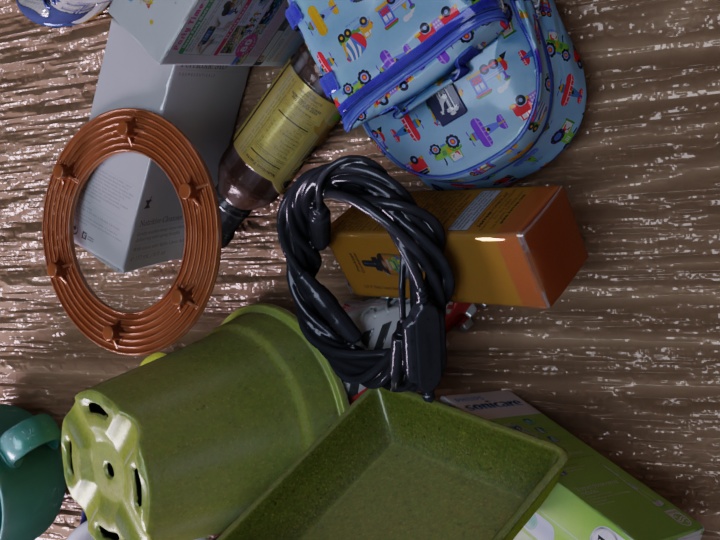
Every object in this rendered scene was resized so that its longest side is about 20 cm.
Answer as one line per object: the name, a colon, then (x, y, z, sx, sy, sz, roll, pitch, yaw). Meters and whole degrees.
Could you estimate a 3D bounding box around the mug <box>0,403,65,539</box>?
mug: (-0.369, 0.217, 1.045, 0.183, 0.114, 0.155, -2, 97, 27)

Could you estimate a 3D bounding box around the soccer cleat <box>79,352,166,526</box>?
soccer cleat: (-0.219, 0.175, 0.975, 0.064, 0.083, 0.202, 29, 110, 21)

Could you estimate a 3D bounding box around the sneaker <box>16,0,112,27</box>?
sneaker: (-0.254, -0.272, 0.916, 0.198, 0.088, 0.076, -9, 96, 30)

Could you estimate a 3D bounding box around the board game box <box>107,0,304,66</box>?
board game box: (-0.074, -0.229, 0.763, 0.064, 0.199, 0.148, 45, 115, 12)

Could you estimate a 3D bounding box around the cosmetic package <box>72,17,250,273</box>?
cosmetic package: (-0.178, -0.111, 0.890, 0.081, 0.112, 0.202, 28, 113, 22)

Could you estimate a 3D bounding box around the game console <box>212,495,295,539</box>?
game console: (-0.075, 0.249, 0.866, 0.200, 0.176, 0.031, -40, 49, 27)

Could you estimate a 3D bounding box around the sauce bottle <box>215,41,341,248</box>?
sauce bottle: (-0.079, -0.103, 0.866, 0.065, 0.065, 0.200, 48, 118, 12)

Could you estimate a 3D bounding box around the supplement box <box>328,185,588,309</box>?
supplement box: (0.065, -0.019, 0.761, 0.198, 0.069, 0.067, 1, 128, 43)

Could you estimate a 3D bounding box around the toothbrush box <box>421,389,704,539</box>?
toothbrush box: (0.130, 0.202, 0.755, 0.199, 0.085, 0.147, 35, 114, 45)

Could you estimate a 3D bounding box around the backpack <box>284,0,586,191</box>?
backpack: (0.062, -0.153, 0.744, 0.181, 0.134, 0.202, -25, 90, 30)

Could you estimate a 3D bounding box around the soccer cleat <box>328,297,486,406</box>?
soccer cleat: (0.025, 0.047, 0.835, 0.085, 0.068, 0.200, 50, 121, 7)

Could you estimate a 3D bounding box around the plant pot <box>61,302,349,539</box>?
plant pot: (-0.137, 0.143, 0.840, 0.199, 0.183, 0.204, 12, 108, 43)

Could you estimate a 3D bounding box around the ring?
ring: (-0.195, -0.031, 0.827, 0.198, 0.019, 0.204, 2, 93, 32)

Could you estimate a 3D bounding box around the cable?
cable: (0.000, 0.000, 0.757, 0.162, 0.051, 0.202, 26, 136, 41)

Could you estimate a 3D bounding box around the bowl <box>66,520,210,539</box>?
bowl: (-0.209, 0.334, 0.953, 0.198, 0.091, 0.204, 4, 118, 8)

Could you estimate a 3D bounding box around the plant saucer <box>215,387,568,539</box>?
plant saucer: (0.021, 0.181, 0.711, 0.199, 0.199, 0.048, 14, 137, 47)
